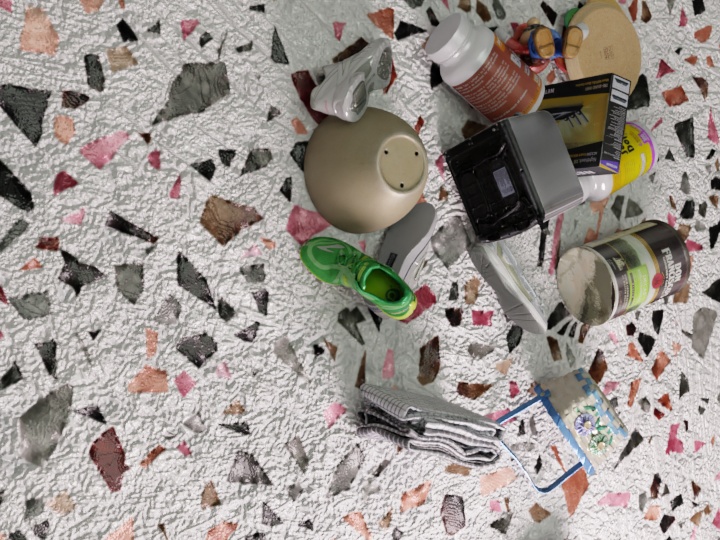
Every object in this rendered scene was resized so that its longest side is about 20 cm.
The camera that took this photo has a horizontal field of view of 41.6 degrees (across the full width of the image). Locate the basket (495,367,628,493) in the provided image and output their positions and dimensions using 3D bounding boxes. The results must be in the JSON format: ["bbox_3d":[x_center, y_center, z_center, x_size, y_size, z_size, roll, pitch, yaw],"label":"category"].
[{"bbox_3d":[0.352,0.281,1.671,0.199,0.139,0.177,-36,111,11],"label":"basket"}]

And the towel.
[{"bbox_3d":[0.105,0.251,1.498,0.198,0.165,0.087,15,89,-30],"label":"towel"}]

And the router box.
[{"bbox_3d":[0.362,-0.242,1.623,0.052,0.199,0.160,11,84,-33],"label":"router box"}]

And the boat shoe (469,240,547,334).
[{"bbox_3d":[0.268,0.024,1.646,0.065,0.074,0.203,-44,103,-24],"label":"boat shoe"}]

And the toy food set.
[{"bbox_3d":[0.443,-0.401,1.757,0.197,0.048,0.202,-36,108,-25],"label":"toy food set"}]

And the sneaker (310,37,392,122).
[{"bbox_3d":[-0.017,-0.307,1.467,0.200,0.098,0.079,-54,147,-44],"label":"sneaker"}]

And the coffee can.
[{"bbox_3d":[0.479,0.003,1.728,0.198,0.146,0.148,-18,100,-29],"label":"coffee can"}]

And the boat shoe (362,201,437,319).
[{"bbox_3d":[0.073,-0.014,1.532,0.202,0.071,0.066,-66,147,-18],"label":"boat shoe"}]

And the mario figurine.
[{"bbox_3d":[0.301,-0.396,1.590,0.123,0.200,0.107,34,94,-12],"label":"mario figurine"}]

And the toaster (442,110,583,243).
[{"bbox_3d":[0.251,-0.146,1.551,0.118,0.180,0.202,-22,89,-30],"label":"toaster"}]

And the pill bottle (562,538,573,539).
[{"bbox_3d":[0.324,0.568,1.663,0.199,0.109,0.110,-37,109,-25],"label":"pill bottle"}]

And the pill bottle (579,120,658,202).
[{"bbox_3d":[0.444,-0.191,1.728,0.199,0.104,0.105,-30,105,-27],"label":"pill bottle"}]

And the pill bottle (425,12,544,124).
[{"bbox_3d":[0.206,-0.333,1.579,0.199,0.112,0.113,36,73,-27],"label":"pill bottle"}]

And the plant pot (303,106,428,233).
[{"bbox_3d":[0.029,-0.159,1.463,0.198,0.134,0.203,-1,92,-30],"label":"plant pot"}]

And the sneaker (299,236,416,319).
[{"bbox_3d":[0.000,0.000,1.444,0.198,0.084,0.075,28,74,9],"label":"sneaker"}]
